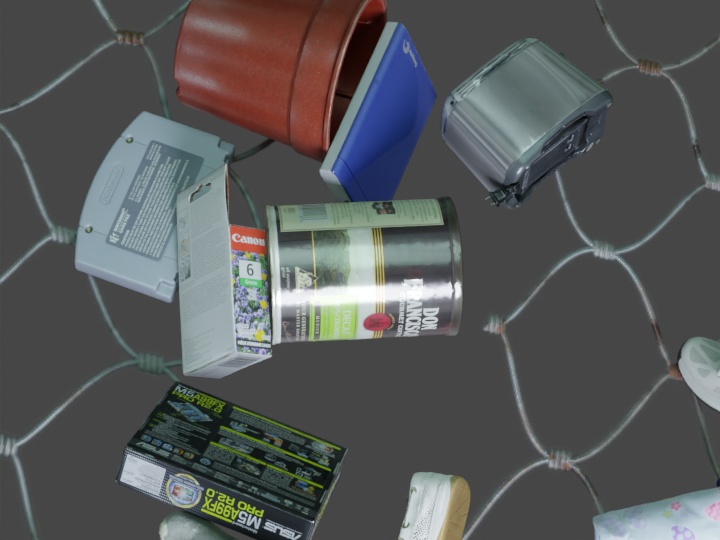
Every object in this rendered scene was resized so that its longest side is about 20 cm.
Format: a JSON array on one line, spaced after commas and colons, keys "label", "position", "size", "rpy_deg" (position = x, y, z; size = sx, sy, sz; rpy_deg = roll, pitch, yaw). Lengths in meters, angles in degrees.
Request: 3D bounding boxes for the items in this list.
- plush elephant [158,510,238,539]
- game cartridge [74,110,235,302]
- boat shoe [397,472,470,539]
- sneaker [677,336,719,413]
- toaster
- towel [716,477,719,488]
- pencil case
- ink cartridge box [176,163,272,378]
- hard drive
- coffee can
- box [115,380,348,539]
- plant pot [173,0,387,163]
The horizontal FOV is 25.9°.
[{"label": "plush elephant", "position": [-0.101, 0.342, 1.503], "size": [0.199, 0.164, 0.157], "rpy_deg": [31, 104, 43]}, {"label": "game cartridge", "position": [-0.233, -0.074, 1.729], "size": [0.132, 0.042, 0.202], "rpy_deg": [18, 66, 8]}, {"label": "boat shoe", "position": [0.053, 0.301, 1.573], "size": [0.069, 0.071, 0.202], "rpy_deg": [8, 71, 28]}, {"label": "sneaker", "position": [0.421, 0.110, 1.639], "size": [0.075, 0.116, 0.200], "rpy_deg": [-33, 55, -26]}, {"label": "toaster", "position": [0.178, -0.165, 1.764], "size": [0.199, 0.114, 0.129], "rpy_deg": [-39, 70, -17]}, {"label": "towel", "position": [0.458, 0.299, 1.616], "size": [0.146, 0.050, 0.202], "rpy_deg": [-9, 65, -5]}, {"label": "pencil case", "position": [0.330, 0.269, 1.569], "size": [0.197, 0.084, 0.091], "rpy_deg": [-16, 48, 5]}, {"label": "ink cartridge box", "position": [-0.144, 0.003, 1.644], "size": [0.050, 0.109, 0.203], "rpy_deg": [8, 70, -36]}, {"label": "hard drive", "position": [0.023, -0.153, 1.736], "size": [0.025, 0.132, 0.202], "rpy_deg": [9, 62, 28]}, {"label": "coffee can", "position": [0.000, 0.000, 1.655], "size": [0.197, 0.147, 0.148], "rpy_deg": [-3, 66, -5]}, {"label": "box", "position": [-0.124, 0.194, 1.561], "size": [0.198, 0.045, 0.160], "rpy_deg": [21, 22, 4]}, {"label": "plant pot", "position": [-0.092, -0.231, 1.736], "size": [0.193, 0.201, 0.203], "rpy_deg": [16, 65, 12]}]
